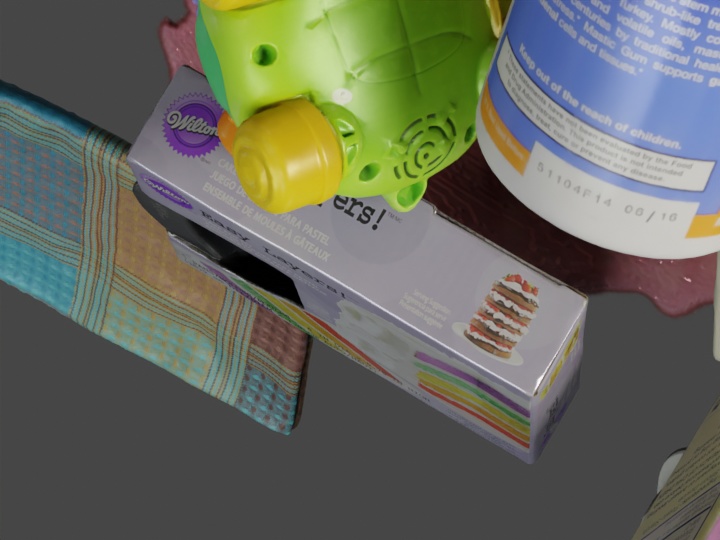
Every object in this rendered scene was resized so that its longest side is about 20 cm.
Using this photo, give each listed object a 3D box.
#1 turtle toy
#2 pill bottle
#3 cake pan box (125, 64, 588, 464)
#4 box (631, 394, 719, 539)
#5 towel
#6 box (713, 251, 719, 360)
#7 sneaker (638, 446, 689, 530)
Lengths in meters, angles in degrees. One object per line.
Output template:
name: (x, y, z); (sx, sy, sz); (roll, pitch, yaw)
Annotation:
turtle toy: (-0.012, -0.118, 0.993); (0.101, 0.145, 0.201); (6, 114, 61)
pill bottle: (0.115, -0.113, 0.888); (0.112, 0.112, 0.201); (28, 129, 12)
cake pan box: (0.000, 0.000, 1.112); (0.199, 0.052, 0.184); (31, 169, 8)
box: (0.196, 0.140, 1.037); (0.176, 0.200, 0.097); (40, 144, -3)
towel: (-0.111, -0.008, 1.285); (0.199, 0.022, 0.147); (27, 143, 13)
box: (0.226, -0.001, 0.941); (0.199, 0.068, 0.083); (4, 91, 38)
sneaker: (0.135, 0.182, 1.205); (0.075, 0.116, 0.201); (19, 141, 23)
